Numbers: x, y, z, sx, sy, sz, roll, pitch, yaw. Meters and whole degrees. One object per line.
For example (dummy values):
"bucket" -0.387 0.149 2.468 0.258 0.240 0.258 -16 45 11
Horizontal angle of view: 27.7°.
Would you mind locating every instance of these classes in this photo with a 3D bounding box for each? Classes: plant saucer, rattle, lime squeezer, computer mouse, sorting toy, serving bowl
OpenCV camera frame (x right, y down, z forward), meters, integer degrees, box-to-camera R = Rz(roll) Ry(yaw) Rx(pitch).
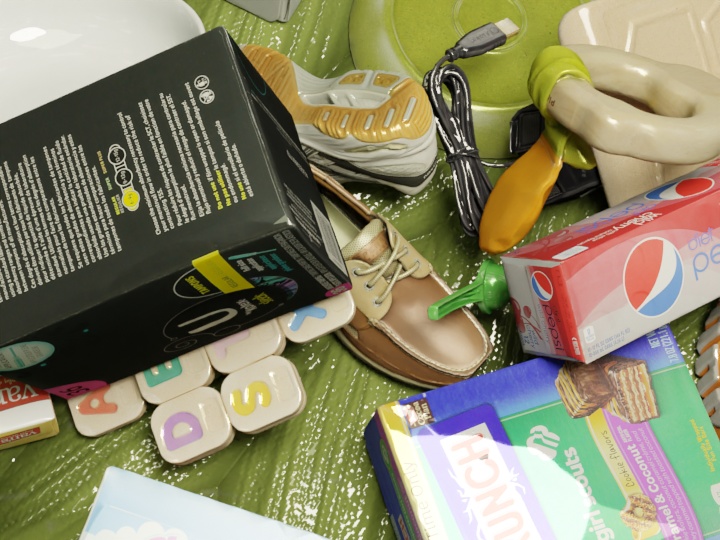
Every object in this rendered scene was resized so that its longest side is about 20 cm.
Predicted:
"plant saucer" 0.092 -0.177 1.067 0.200 0.031 0.200 3 66 -6
"rattle" 0.192 -0.071 0.952 0.200 0.130 0.143 -4 109 -38
"lime squeezer" 0.109 0.014 0.961 0.200 0.038 0.071 -6 28 -32
"computer mouse" 0.129 -0.111 1.012 0.200 0.046 0.141 -23 96 -22
"sorting toy" 0.246 -0.116 1.021 0.200 0.036 0.185 -19 96 -18
"serving bowl" -0.199 -0.122 0.968 0.200 0.066 0.200 -1 38 1

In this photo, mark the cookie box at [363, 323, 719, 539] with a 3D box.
"cookie box" 0.124 0.142 0.908 0.200 0.075 0.171 -16 71 -12

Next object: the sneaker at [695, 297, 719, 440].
"sneaker" 0.274 0.093 0.954 0.077 0.078 0.200 6 69 -19

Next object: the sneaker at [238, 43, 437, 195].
"sneaker" -0.040 -0.094 0.995 0.200 0.088 0.076 17 62 27

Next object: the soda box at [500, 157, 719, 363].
"soda box" 0.189 -0.009 0.928 0.200 0.063 0.070 -23 105 -28

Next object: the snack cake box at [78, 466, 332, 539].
"snack cake box" -0.062 0.189 0.844 0.200 0.115 0.067 18 66 2

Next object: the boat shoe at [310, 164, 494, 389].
"boat shoe" 0.000 0.000 0.955 0.200 0.074 0.076 38 68 10

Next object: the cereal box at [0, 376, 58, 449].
"cereal box" -0.285 0.027 0.929 0.144 0.040 0.200 -15 69 -14

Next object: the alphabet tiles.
"alphabet tiles" -0.110 0.016 0.930 0.195 0.015 0.200 -23 73 7

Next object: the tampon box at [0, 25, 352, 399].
"tampon box" -0.130 -0.024 0.857 0.200 0.150 0.126 -22 73 7

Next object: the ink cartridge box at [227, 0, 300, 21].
"ink cartridge box" -0.070 -0.304 1.074 0.146 0.083 0.200 26 66 4
